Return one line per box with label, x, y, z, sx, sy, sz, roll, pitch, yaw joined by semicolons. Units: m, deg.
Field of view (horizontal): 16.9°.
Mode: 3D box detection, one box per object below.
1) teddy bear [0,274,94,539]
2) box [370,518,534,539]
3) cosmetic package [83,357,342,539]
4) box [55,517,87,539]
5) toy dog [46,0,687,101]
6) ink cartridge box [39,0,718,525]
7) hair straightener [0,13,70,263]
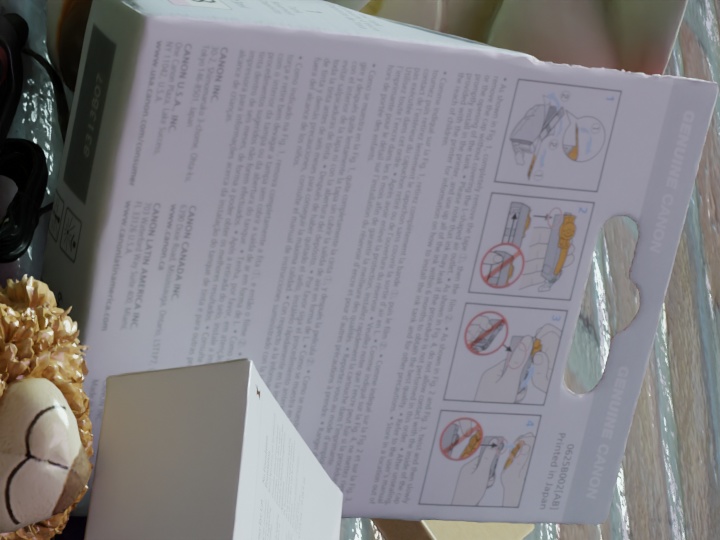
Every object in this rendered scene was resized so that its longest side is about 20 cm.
teddy bear;-0.138;0.032;0.604;0.200;0.067;0.146;41;48;-37
box;-0.009;0.032;0.928;0.200;0.021;0.163;55;11;6
cosmetic package;-0.047;0.132;0.661;0.083;0.050;0.201;63;27;-52
box;-0.068;0.115;0.834;0.200;0.039;0.137;-77;149;-49
toy dog;-0.008;-0.087;0.831;0.140;0.199;0.195;-95;-161;-64
ink cartridge box;0.000;0.000;0.769;0.057;0.199;0.163;40;-58;55
hair straightener;-0.128;-0.013;0.761;0.200;0.041;0.077;-81;155;-55
